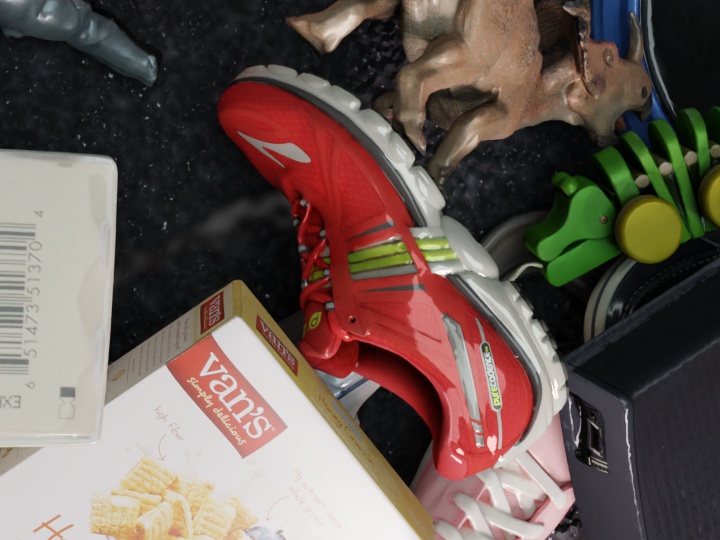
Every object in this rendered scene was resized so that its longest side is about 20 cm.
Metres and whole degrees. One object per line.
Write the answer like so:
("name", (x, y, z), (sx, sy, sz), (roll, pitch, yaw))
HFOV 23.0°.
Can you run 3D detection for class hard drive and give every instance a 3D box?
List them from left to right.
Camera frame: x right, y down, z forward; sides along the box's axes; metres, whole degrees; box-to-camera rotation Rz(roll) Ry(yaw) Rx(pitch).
("hard drive", (0.165, 0.091, 0.814), (0.134, 0.042, 0.201), (-30, 129, -14))

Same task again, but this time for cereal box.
("cereal box", (-0.086, 0.114, 0.729), (0.199, 0.040, 0.144), (-34, 112, 13))

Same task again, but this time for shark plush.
("shark plush", (-0.183, -0.123, 0.753), (0.199, 0.091, 0.084), (12, 113, -34))

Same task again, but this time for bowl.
("bowl", (0.210, -0.126, 0.877), (0.199, 0.039, 0.203), (-1, 93, -19))

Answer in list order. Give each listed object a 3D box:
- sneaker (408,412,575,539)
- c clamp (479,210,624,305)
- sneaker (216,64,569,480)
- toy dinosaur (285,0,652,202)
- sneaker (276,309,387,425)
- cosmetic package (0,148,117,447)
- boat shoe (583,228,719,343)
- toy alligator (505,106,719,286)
("sneaker", (0.047, 0.130, 0.786), (0.200, 0.105, 0.075), (-45, 107, -1))
("c clamp", (0.108, 0.077, 0.860), (0.200, 0.027, 0.171), (41, 80, -16))
("sneaker", (0.000, 0.000, 0.731), (0.085, 0.077, 0.200), (-38, 80, -17))
("toy dinosaur", (0.052, -0.109, 0.765), (0.136, 0.200, 0.086), (-45, 60, -6))
("sneaker", (-0.038, 0.078, 0.796), (0.199, 0.073, 0.071), (-36, 112, -4))
("cosmetic package", (-0.153, 0.004, 0.679), (0.086, 0.200, 0.105), (2, 91, -17))
("boat shoe", (0.196, 0.013, 0.852), (0.198, 0.062, 0.075), (-7, 106, -27))
("toy alligator", (0.115, -0.032, 0.812), (0.198, 0.059, 0.055), (-21, 106, -3))
